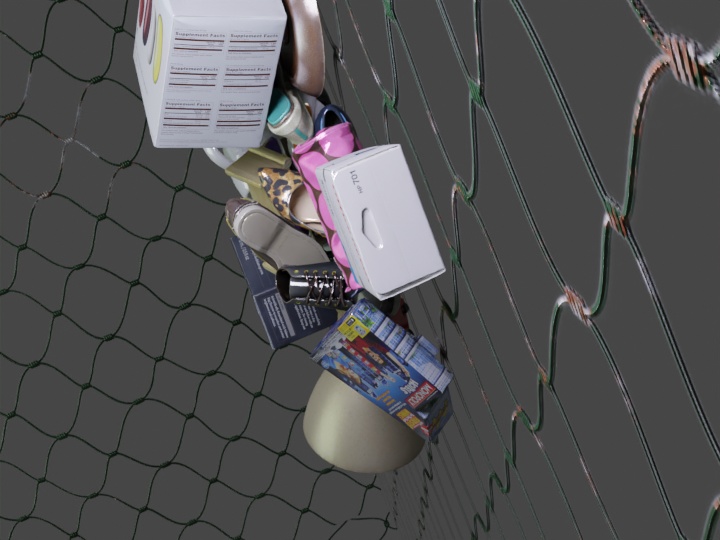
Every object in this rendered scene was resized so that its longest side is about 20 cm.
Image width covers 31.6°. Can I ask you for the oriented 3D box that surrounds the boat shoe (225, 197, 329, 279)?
[{"bbox_3d":[-0.113,-0.037,1.773,0.200,0.072,0.059,38,-178,-43],"label":"boat shoe"}]

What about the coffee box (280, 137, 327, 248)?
[{"bbox_3d":[-0.054,-0.116,1.934,0.201,0.079,0.114,78,170,-60],"label":"coffee box"}]

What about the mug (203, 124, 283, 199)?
[{"bbox_3d":[-0.170,-0.203,2.024,0.147,0.198,0.178,-33,56,44],"label":"mug"}]

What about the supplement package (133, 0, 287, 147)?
[{"bbox_3d":[-0.198,-0.294,1.617,0.201,0.145,0.193,107,152,-42],"label":"supplement package"}]

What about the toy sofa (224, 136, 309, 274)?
[{"bbox_3d":[-0.111,-0.089,1.849,0.082,0.097,0.202,26,145,41],"label":"toy sofa"}]

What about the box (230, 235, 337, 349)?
[{"bbox_3d":[-0.091,-0.001,2.097,0.197,0.198,0.118,-120,9,-55],"label":"box"}]

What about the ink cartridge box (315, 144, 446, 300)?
[{"bbox_3d":[0.017,-0.058,1.409,0.200,0.085,0.148,-152,41,-80],"label":"ink cartridge box"}]

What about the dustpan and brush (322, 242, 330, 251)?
[{"bbox_3d":[0.022,0.038,1.891,0.139,0.057,0.202,-23,86,65],"label":"dustpan and brush"}]

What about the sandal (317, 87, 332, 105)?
[{"bbox_3d":[-0.081,-0.252,1.862,0.201,0.047,0.076,-127,17,-70],"label":"sandal"}]

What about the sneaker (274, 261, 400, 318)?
[{"bbox_3d":[-0.032,0.029,1.698,0.199,0.105,0.076,7,99,59],"label":"sneaker"}]

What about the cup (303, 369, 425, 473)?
[{"bbox_3d":[0.013,0.194,1.986,0.201,0.198,0.145,-118,28,-51],"label":"cup"}]

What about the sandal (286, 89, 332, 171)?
[{"bbox_3d":[-0.058,-0.228,1.727,0.079,0.058,0.209,-130,40,-54],"label":"sandal"}]

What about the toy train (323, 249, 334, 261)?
[{"bbox_3d":[0.000,0.000,1.793,0.199,0.045,0.035,21,118,57],"label":"toy train"}]

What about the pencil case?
[{"bbox_3d":[-0.015,-0.075,1.549,0.090,0.093,0.202,-28,-82,-52],"label":"pencil case"}]

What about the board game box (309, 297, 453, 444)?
[{"bbox_3d":[0.049,0.129,1.640,0.199,0.062,0.200,40,155,-2],"label":"board game box"}]

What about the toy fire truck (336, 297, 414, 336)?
[{"bbox_3d":[0.011,0.081,1.841,0.140,0.049,0.201,29,153,28],"label":"toy fire truck"}]

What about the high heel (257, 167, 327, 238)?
[{"bbox_3d":[-0.046,-0.081,1.695,0.199,0.072,0.142,35,174,-13],"label":"high heel"}]

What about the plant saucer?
[{"bbox_3d":[-0.088,-0.317,1.607,0.200,0.032,0.203,167,90,-78],"label":"plant saucer"}]

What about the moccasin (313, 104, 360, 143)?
[{"bbox_3d":[-0.022,-0.112,1.618,0.068,0.080,0.202,43,-155,-88],"label":"moccasin"}]

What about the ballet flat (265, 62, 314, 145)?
[{"bbox_3d":[-0.107,-0.222,1.685,0.062,0.067,0.201,37,-162,-34],"label":"ballet flat"}]
